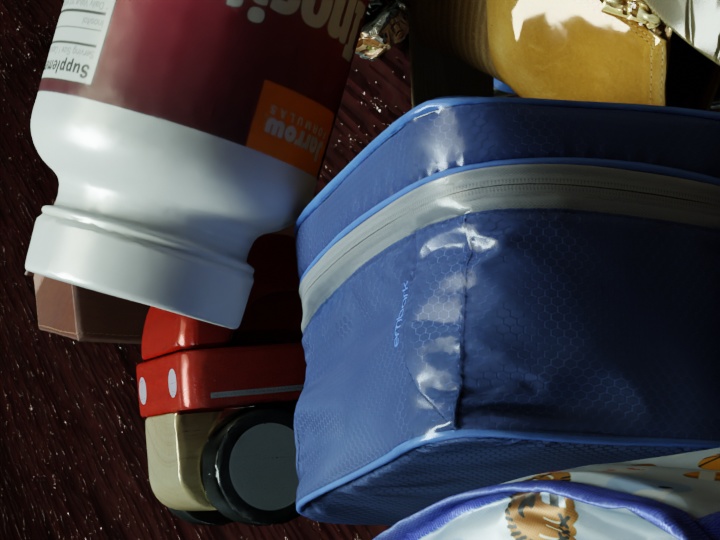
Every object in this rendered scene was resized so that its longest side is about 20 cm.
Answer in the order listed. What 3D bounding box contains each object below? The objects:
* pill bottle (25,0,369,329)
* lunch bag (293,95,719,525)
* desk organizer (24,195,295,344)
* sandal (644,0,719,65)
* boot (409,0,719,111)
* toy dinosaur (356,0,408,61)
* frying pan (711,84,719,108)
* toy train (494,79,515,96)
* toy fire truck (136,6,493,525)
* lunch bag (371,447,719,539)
[{"bbox_3d":[-0.059,-0.085,0.831,0.113,0.112,0.201,-171,97,-70],"label":"pill bottle"},{"bbox_3d":[0.054,0.015,0.769,0.200,0.135,0.133,144,129,-65],"label":"lunch bag"},{"bbox_3d":[-0.053,0.019,1.047,0.072,0.199,0.077,123,143,-51],"label":"desk organizer"},{"bbox_3d":[0.147,-0.092,0.698,0.200,0.054,0.081,52,127,26],"label":"sandal"},{"bbox_3d":[0.087,-0.155,0.788,0.144,0.071,0.203,21,114,42],"label":"boot"},{"bbox_3d":[-0.049,-0.172,1.187,0.199,0.136,0.102,7,54,42],"label":"toy dinosaur"},{"bbox_3d":[0.144,-0.114,0.791,0.190,0.031,0.116,-153,69,-72],"label":"frying pan"},{"bbox_3d":[0.059,-0.048,0.972,0.046,0.034,0.201,51,142,45],"label":"toy train"},{"bbox_3d":[0.000,0.000,0.912,0.129,0.175,0.202,162,104,-69],"label":"toy fire truck"},{"bbox_3d":[0.099,0.108,0.627,0.200,0.169,0.125,-40,61,49],"label":"lunch bag"}]
